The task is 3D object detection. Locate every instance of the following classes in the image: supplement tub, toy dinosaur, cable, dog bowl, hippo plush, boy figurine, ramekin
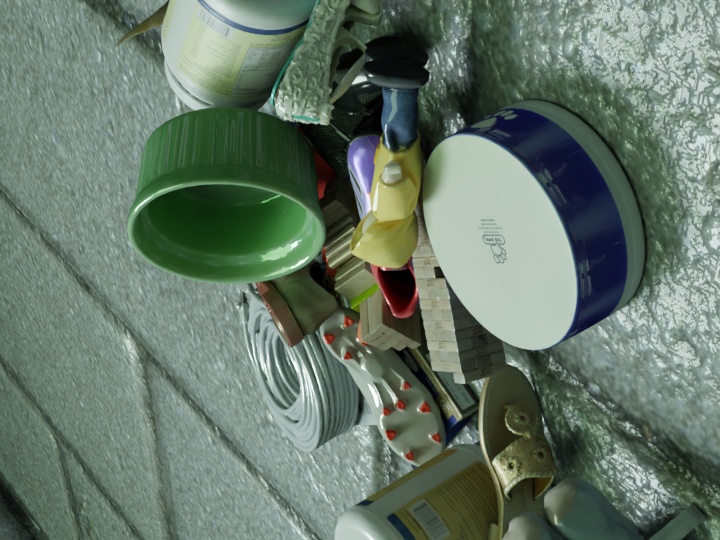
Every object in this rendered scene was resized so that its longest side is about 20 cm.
[{"bbox_3d":[-0.121,-0.256,1.316,0.146,0.144,0.200,57,152,12],"label":"supplement tub"},{"bbox_3d":[-0.186,-0.297,1.405,0.058,0.200,0.102,17,118,15],"label":"toy dinosaur"},{"bbox_3d":[-0.070,0.107,1.534,0.200,0.069,0.202,21,124,60],"label":"cable"},{"bbox_3d":[0.143,-0.037,1.117,0.200,0.078,0.201,41,145,38],"label":"dog bowl"},{"bbox_3d":[0.208,0.266,1.204,0.160,0.199,0.161,61,175,6],"label":"hippo plush"},{"bbox_3d":[0.027,-0.097,1.167,0.125,0.064,0.202,-87,3,-56],"label":"boy figurine"},{"bbox_3d":[-0.134,-0.076,1.325,0.200,0.198,0.099,119,154,-57],"label":"ramekin"},{"bbox_3d":[0.089,0.266,1.331,0.145,0.199,0.146,40,144,38],"label":"supplement tub"}]

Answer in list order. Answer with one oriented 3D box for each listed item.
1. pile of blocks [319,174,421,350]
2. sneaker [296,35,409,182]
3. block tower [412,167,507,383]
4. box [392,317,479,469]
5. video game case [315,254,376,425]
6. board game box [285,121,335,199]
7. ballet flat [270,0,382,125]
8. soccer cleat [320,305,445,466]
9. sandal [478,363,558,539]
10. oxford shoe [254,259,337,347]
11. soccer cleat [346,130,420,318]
[{"bbox_3d":[0.000,0.000,1.376,0.062,0.082,0.202,-33,68,32],"label":"pile of blocks"},{"bbox_3d":[0.005,-0.155,1.266,0.199,0.076,0.115,-15,110,56],"label":"sneaker"},{"bbox_3d":[0.086,0.002,1.233,0.058,0.054,0.202,-3,99,61],"label":"block tower"},{"bbox_3d":[0.058,0.148,1.468,0.122,0.032,0.200,55,152,16],"label":"box"},{"bbox_3d":[-0.026,0.081,1.529,0.143,0.018,0.202,-16,90,67],"label":"video game case"},{"bbox_3d":[-0.116,-0.093,1.439,0.200,0.151,0.041,116,156,-58],"label":"board game box"},{"bbox_3d":[-0.017,-0.216,1.182,0.071,0.202,0.072,21,165,6],"label":"ballet flat"},{"bbox_3d":[0.028,0.119,1.407,0.201,0.069,0.078,54,-173,-3],"label":"soccer cleat"},{"bbox_3d":[0.163,0.198,1.247,0.069,0.077,0.214,6,98,57],"label":"sandal"},{"bbox_3d":[-0.075,0.014,1.429,0.071,0.073,0.200,65,175,-34],"label":"oxford shoe"},{"bbox_3d":[0.030,-0.044,1.272,0.067,0.074,0.201,-4,132,13],"label":"soccer cleat"}]
